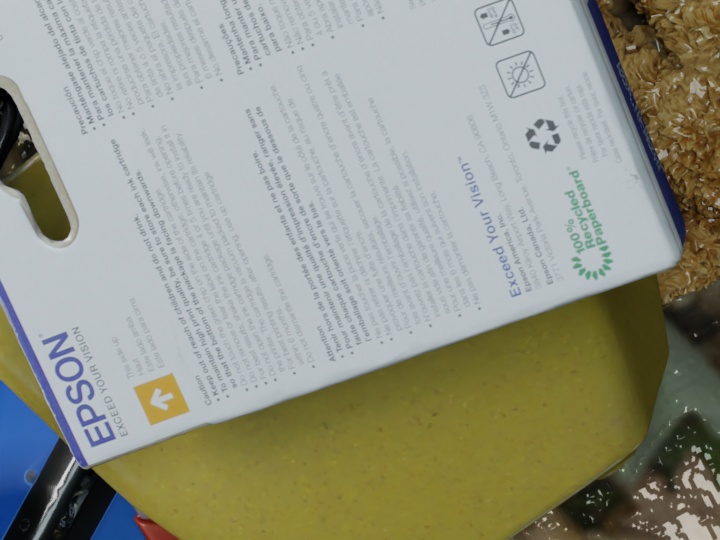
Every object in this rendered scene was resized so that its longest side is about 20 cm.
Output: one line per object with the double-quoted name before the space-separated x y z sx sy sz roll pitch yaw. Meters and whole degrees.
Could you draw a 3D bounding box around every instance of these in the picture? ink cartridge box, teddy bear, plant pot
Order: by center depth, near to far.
"ink cartridge box" -0.030 -0.062 0.860 0.200 0.043 0.197 -19 106 14
"plant pot" 0.000 0.000 0.991 0.194 0.196 0.200 -37 94 17
"teddy bear" 0.138 -0.053 1.061 0.145 0.067 0.200 -27 88 4

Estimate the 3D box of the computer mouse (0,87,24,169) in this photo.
"computer mouse" -0.193 -0.006 0.938 0.200 0.046 0.141 8 72 35

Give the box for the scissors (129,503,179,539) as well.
"scissors" -0.077 0.085 1.034 0.200 0.014 0.073 40 87 -32

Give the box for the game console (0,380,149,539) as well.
"game console" -0.125 0.125 1.093 0.171 0.118 0.200 29 90 33
